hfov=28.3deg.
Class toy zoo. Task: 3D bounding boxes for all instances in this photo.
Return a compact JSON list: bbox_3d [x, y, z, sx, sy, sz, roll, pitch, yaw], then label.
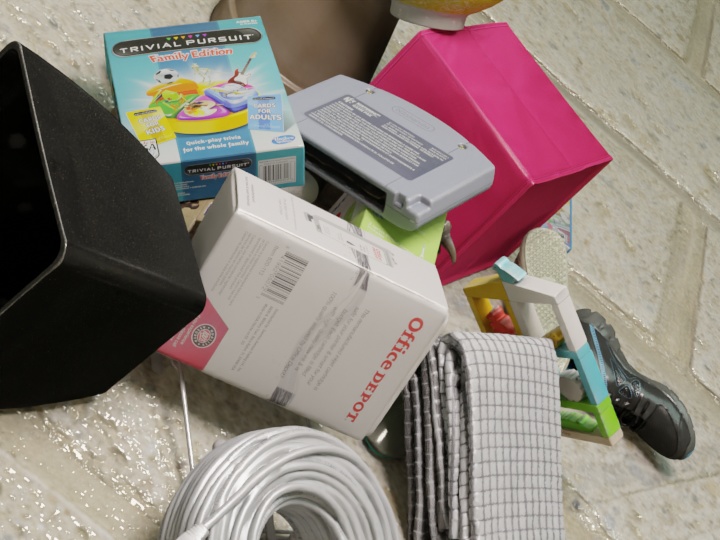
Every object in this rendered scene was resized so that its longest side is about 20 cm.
[{"bbox_3d":[0.171,0.075,1.386,0.020,0.131,0.201,-36,113,-30],"label":"toy zoo"}]

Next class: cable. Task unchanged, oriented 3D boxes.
[{"bbox_3d":[-0.057,0.218,1.058,0.201,0.069,0.200,54,49,-20],"label":"cable"}]

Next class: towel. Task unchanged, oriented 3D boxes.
[{"bbox_3d":[0.113,0.159,1.290,0.165,0.085,0.202,8,77,-52],"label":"towel"}]

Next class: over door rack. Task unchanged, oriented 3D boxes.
[{"bbox_3d":[-0.080,0.140,1.170,0.147,0.067,0.201,12,46,-40],"label":"over door rack"}]

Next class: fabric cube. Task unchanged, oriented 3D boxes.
[{"bbox_3d":[0.110,-0.124,1.538,0.200,0.196,0.199,55,34,12],"label":"fabric cube"}]

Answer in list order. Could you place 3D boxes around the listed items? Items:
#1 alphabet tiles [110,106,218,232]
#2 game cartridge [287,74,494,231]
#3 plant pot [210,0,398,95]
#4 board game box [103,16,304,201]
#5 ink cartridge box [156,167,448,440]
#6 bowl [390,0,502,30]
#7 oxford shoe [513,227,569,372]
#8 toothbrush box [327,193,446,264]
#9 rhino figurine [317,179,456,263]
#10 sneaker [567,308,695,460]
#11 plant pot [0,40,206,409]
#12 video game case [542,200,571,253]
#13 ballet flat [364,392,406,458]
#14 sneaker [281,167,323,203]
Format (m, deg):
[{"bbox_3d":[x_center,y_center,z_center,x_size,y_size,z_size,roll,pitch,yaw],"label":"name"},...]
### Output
[{"bbox_3d":[-0.185,-0.091,1.252,0.198,0.006,0.167,15,45,12],"label":"alphabet tiles"},{"bbox_3d":[0.019,-0.113,1.321,0.199,0.042,0.133,34,38,28],"label":"game cartridge"},{"bbox_3d":[-0.038,-0.284,1.572,0.199,0.174,0.201,28,38,-24],"label":"plant pot"},{"bbox_3d":[-0.143,-0.147,1.274,0.149,0.047,0.201,-8,45,-12],"label":"board game box"},{"bbox_3d":[-0.050,0.031,1.167,0.199,0.147,0.083,26,23,-19],"label":"ink cartridge box"},{"bbox_3d":[0.080,-0.308,1.458,0.198,0.109,0.200,10,20,-4],"label":"bowl"},{"bbox_3d":[0.193,0.050,1.552,0.074,0.058,0.202,10,60,-7],"label":"oxford shoe"},{"bbox_3d":[0.000,0.000,1.333,0.086,0.146,0.201,35,35,-11],"label":"toothbrush box"},{"bbox_3d":[0.022,-0.069,1.455,0.199,0.088,0.060,38,35,15],"label":"rhino figurine"},{"bbox_3d":[0.281,0.139,1.568,0.200,0.073,0.082,47,50,13],"label":"sneaker"},{"bbox_3d":[-0.232,-0.011,1.071,0.177,0.199,0.201,23,38,-46],"label":"plant pot"},{"bbox_3d":[0.182,-0.117,1.765,0.199,0.018,0.144,33,36,-17],"label":"video game case"},{"bbox_3d":[0.073,0.116,1.360,0.068,0.064,0.199,51,34,10],"label":"ballet flat"},{"bbox_3d":[-0.136,-0.068,1.303,0.199,0.068,0.108,14,42,-8],"label":"sneaker"}]
